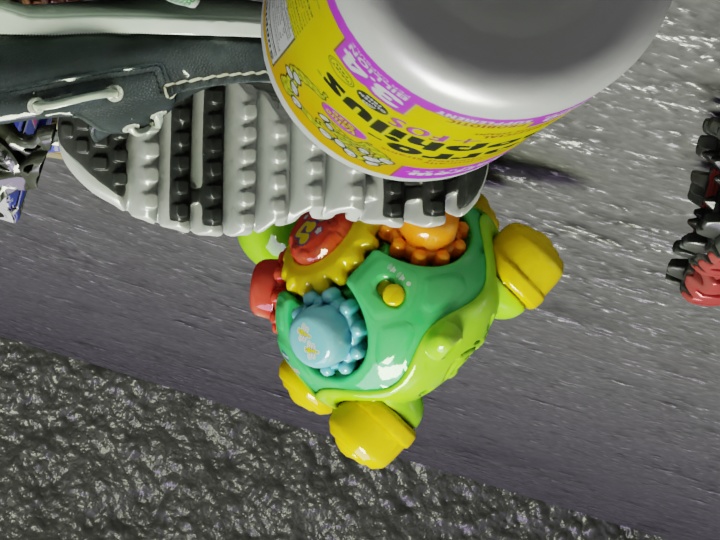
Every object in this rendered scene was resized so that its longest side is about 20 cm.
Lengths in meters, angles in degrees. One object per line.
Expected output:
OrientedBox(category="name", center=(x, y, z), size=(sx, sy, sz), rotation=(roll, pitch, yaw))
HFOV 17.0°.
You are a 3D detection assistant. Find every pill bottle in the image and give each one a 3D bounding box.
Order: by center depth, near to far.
OrientedBox(category="pill bottle", center=(0.025, -0.085, 0.765), size=(0.104, 0.104, 0.200), rotation=(17, 171, -7))

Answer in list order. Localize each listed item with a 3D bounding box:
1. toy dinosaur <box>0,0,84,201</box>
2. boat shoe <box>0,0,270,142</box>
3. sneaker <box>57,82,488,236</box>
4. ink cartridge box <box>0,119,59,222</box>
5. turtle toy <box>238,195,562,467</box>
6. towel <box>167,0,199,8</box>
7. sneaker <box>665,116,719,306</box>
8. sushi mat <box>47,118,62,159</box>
OrientedBox(category="toy dinosaur", center=(-0.192, -0.102, 1.116), size=(0.136, 0.102, 0.200), rotation=(40, 170, -32))
OrientedBox(category="boat shoe", center=(-0.112, -0.084, 1.012), size=(0.200, 0.060, 0.076), rotation=(1, -168, 0))
OrientedBox(category="sneaker", center=(-0.045, -0.056, 1.113), size=(0.200, 0.075, 0.081), rotation=(5, -169, -20))
OrientedBox(category="ink cartridge box", center=(-0.248, -0.087, 1.343), size=(0.200, 0.076, 0.136), rotation=(18, 172, -3))
OrientedBox(category="turtle toy", center=(0.000, 0.000, 1.231), size=(0.101, 0.146, 0.200), rotation=(43, 178, -29))
OrientedBox(category="towel", center=(-0.167, -0.153, 0.932), size=(0.149, 0.031, 0.200), rotation=(7, 168, 41))
OrientedBox(category="sneaker", center=(0.182, -0.018, 1.015), size=(0.098, 0.071, 0.200), rotation=(15, 173, 8))
OrientedBox(category="sushi mat", center=(-0.222, -0.087, 1.501), size=(0.200, 0.012, 0.096), rotation=(10, 168, 33))
